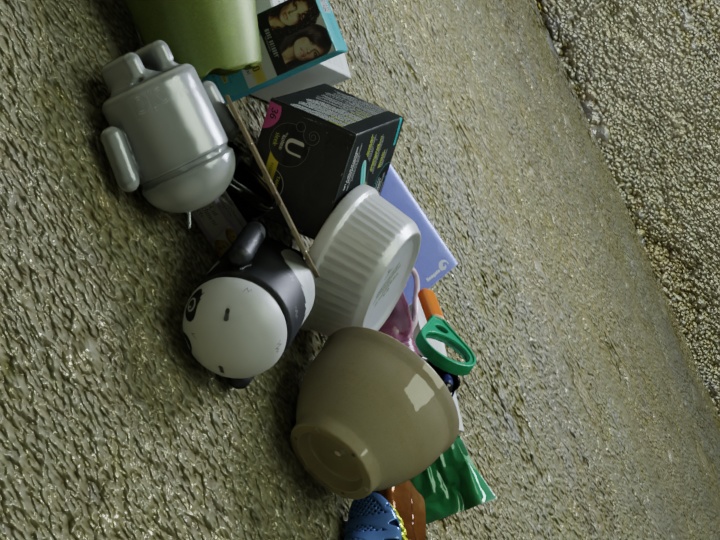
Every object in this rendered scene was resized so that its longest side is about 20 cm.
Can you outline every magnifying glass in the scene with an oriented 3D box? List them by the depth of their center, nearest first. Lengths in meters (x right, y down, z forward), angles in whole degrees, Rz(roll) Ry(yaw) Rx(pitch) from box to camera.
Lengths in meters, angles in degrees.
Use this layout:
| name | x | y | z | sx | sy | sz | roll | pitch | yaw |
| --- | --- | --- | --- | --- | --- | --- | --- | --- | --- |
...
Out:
| name | x | y | z | sx | sy | sz | roll | pitch | yaw |
| --- | --- | --- | --- | --- | --- | --- | --- | --- | --- |
| magnifying glass | 0.100 | 0.076 | 1.763 | 0.079 | 0.022 | 0.200 | 23 | 22 | -17 |

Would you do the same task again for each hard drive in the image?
| name | x | y | z | sx | sy | sz | roll | pitch | yaw |
| --- | --- | --- | --- | --- | --- | --- | --- | --- | --- |
| hard drive | 0.035 | -0.052 | 1.951 | 0.132 | 0.025 | 0.201 | -39 | 101 | -22 |

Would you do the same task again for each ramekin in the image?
| name | x | y | z | sx | sy | sz | roll | pitch | yaw |
| --- | --- | --- | --- | --- | --- | --- | --- | --- | --- |
| ramekin | 0.000 | 0.000 | 1.738 | 0.094 | 0.203 | 0.202 | 27 | 19 | 14 |

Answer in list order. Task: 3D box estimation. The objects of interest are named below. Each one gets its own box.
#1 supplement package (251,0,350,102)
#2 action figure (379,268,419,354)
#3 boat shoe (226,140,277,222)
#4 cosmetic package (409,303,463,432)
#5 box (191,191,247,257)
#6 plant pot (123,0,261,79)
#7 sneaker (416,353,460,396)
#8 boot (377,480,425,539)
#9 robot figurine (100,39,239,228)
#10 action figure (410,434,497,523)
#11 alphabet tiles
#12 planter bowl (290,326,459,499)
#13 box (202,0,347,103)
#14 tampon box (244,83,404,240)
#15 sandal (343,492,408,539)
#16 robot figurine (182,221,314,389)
| name | x | y | z | sx | sy | sz | roll | pitch | yaw |
| --- | --- | --- | --- | --- | --- | --- | --- | --- | --- |
| supplement package | -0.117 | -0.309 | 1.846 | 0.200 | 0.116 | 0.118 | 11 | 61 | -63 |
| action figure | 0.058 | 0.113 | 1.870 | 0.201 | 0.148 | 0.134 | 64 | 14 | 22 |
| boat shoe | -0.174 | -0.141 | 1.653 | 0.200 | 0.067 | 0.072 | 54 | 28 | -28 |
| cosmetic package | 0.095 | 0.144 | 2.026 | 0.082 | 0.050 | 0.201 | 26 | 49 | -62 |
| box | -0.153 | -0.038 | 1.645 | 0.201 | 0.041 | 0.039 | 58 | 26 | -27 |
| plant pot | -0.198 | -0.317 | 1.603 | 0.200 | 0.199 | 0.191 | -30 | 107 | -66 |
| sneaker | 0.074 | 0.169 | 1.728 | 0.081 | 0.115 | 0.200 | -50 | 134 | -26 |
| boot | 0.074 | 0.385 | 1.805 | 0.188 | 0.068 | 0.201 | 43 | 27 | -33 |
| robot figurine | -0.211 | -0.149 | 1.516 | 0.169 | 0.113 | 0.201 | -32 | 103 | -33 |
| action figure | 0.101 | 0.245 | 1.920 | 0.055 | 0.117 | 0.201 | 109 | -37 | -74 |
| alphabet tiles | -0.098 | -0.090 | 1.588 | 0.201 | 0.008 | 0.167 | 63 | -2 | 17 |
| planter bowl | 0.000 | 0.186 | 1.644 | 0.135 | 0.200 | 0.201 | -45 | 116 | -35 |
| box | -0.123 | -0.271 | 1.693 | 0.083 | 0.199 | 0.049 | 68 | 19 | -3 |
| tampon box | -0.048 | -0.143 | 1.776 | 0.200 | 0.126 | 0.151 | -32 | 143 | -67 |
| sandal | 0.006 | 0.350 | 1.638 | 0.087 | 0.079 | 0.201 | 44 | 33 | -38 |
| robot figurine | -0.125 | 0.038 | 1.544 | 0.151 | 0.124 | 0.200 | 53 | 26 | -12 |
